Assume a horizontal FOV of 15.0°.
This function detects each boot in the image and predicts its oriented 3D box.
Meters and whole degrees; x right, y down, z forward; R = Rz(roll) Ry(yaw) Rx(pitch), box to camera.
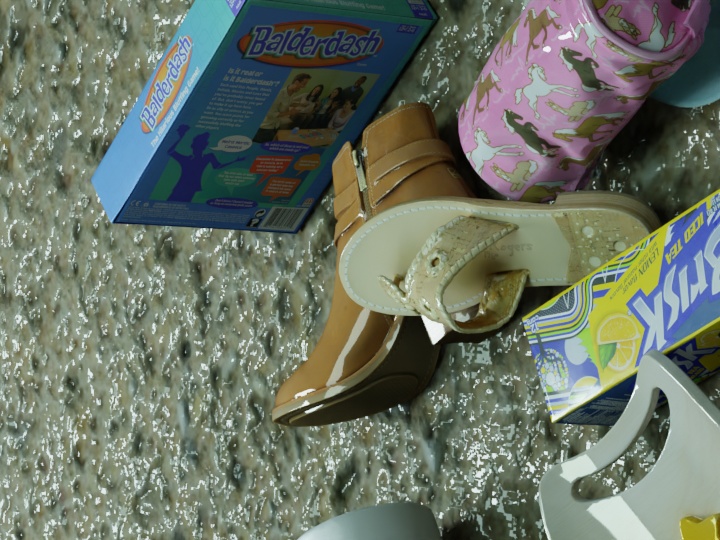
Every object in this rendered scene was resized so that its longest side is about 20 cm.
[{"bbox_3d":[0.000,0.000,1.734,0.200,0.077,0.155,-39,62,39],"label":"boot"}]

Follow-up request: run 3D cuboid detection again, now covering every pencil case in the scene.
[{"bbox_3d":[0.124,-0.113,1.542,0.200,0.086,0.083,124,139,-60],"label":"pencil case"}]

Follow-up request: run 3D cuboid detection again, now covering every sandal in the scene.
[{"bbox_3d":[0.068,0.002,1.592,0.211,0.070,0.078,-9,118,28],"label":"sandal"}]

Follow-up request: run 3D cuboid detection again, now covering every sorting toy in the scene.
[{"bbox_3d":[0.172,0.145,1.472,0.200,0.107,0.180,-54,55,35],"label":"sorting toy"}]

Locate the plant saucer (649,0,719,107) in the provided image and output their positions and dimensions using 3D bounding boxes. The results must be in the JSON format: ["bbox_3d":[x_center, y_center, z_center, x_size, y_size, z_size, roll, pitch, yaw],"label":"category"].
[{"bbox_3d":[0.174,-0.192,1.528,0.201,0.039,0.201,42,142,43],"label":"plant saucer"}]

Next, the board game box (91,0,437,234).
[{"bbox_3d":[-0.063,-0.110,1.765,0.200,0.152,0.045,-55,48,33],"label":"board game box"}]

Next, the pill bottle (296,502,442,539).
[{"bbox_3d":[0.027,0.250,1.660,0.113,0.113,0.200,-42,57,42],"label":"pill bottle"}]

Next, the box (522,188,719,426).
[{"bbox_3d":[0.181,0.017,1.518,0.200,0.064,0.070,-36,61,44],"label":"box"}]
